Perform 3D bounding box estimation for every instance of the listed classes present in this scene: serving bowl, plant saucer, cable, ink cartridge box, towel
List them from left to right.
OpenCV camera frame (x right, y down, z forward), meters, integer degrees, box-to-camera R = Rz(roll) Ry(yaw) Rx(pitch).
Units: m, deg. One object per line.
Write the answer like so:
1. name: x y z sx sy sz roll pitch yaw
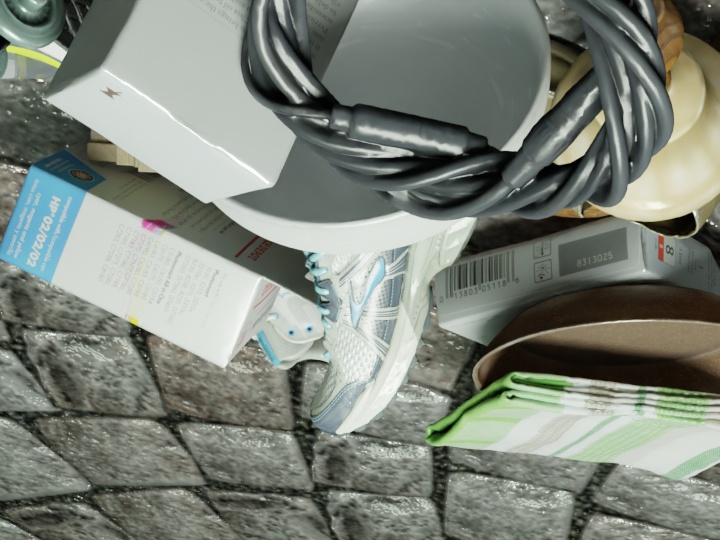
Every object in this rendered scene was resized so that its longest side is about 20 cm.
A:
1. ink cartridge box: -0.111 -0.005 1.105 0.200 0.115 0.068 26 107 4
2. serving bowl: 0.004 -0.083 0.919 0.200 0.200 0.066 3 144 16
3. cable: 0.038 -0.094 0.759 0.200 0.051 0.163 -2 125 29
4. towel: 0.161 0.110 1.180 0.200 0.031 0.149 7 157 -17
5. ink cartridge box: 0.172 0.024 1.162 0.162 0.050 0.200 -16 157 37
6. plant saucer: 0.170 0.049 1.112 0.200 0.037 0.200 -1 159 0

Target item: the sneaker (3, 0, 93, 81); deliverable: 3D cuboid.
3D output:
1. sneaker: -0.211 -0.136 0.978 0.081 0.074 0.200 -23 163 26

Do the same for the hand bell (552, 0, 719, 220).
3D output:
1. hand bell: 0.134 -0.095 0.831 0.104 0.104 0.200 6 171 12

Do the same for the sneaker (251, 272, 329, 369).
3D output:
1. sneaker: -0.061 0.017 1.189 0.200 0.087 0.075 24 147 -12

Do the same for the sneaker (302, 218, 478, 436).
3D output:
1. sneaker: 0.000 0.000 1.008 0.086 0.078 0.200 18 110 -12

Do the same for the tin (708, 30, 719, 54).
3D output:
1. tin: 0.265 -0.072 0.986 0.112 0.042 0.200 -12 137 37

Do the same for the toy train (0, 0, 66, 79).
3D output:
1. toy train: -0.178 -0.176 0.867 0.114 0.200 0.085 46 139 -18

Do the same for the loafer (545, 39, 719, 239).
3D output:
1. loafer: 0.124 -0.076 1.004 0.200 0.068 0.076 17 143 -8

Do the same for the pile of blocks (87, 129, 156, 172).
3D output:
1. pile of blocks: -0.106 -0.092 1.036 0.082 0.062 0.200 -2 -173 -19

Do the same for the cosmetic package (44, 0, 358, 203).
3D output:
1. cosmetic package: -0.057 -0.145 0.845 0.101 0.200 0.071 34 158 -25

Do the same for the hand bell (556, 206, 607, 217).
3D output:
1. hand bell: 0.077 -0.045 1.069 0.200 0.104 0.104 0 145 1
